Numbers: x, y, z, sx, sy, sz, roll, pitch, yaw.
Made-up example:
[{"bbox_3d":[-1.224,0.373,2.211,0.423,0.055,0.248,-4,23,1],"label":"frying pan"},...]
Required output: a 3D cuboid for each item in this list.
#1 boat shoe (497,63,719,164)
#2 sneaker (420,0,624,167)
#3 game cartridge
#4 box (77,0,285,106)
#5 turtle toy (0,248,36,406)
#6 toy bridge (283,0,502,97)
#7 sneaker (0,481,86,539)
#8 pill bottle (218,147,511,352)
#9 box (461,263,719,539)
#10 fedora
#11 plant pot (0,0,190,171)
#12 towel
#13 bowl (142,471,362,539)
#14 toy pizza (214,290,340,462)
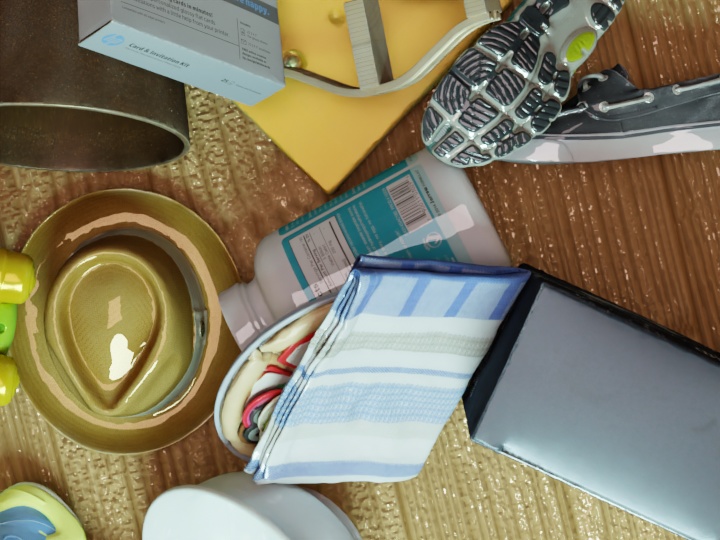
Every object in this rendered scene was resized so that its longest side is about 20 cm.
[{"bbox_3d":[0.181,-0.114,1.164,0.198,0.072,0.068,-5,96,0],"label":"boat shoe"},{"bbox_3d":[0.116,-0.143,1.136,0.077,0.080,0.200,44,72,-3],"label":"sneaker"},{"bbox_3d":[-0.017,-0.187,1.189,0.176,0.032,0.200,44,92,-1],"label":"game cartridge"},{"bbox_3d":[-0.126,-0.227,1.099,0.041,0.155,0.201,-24,63,37],"label":"box"},{"bbox_3d":[-0.318,0.052,1.180,0.145,0.101,0.202,9,96,-10],"label":"turtle toy"},{"bbox_3d":[0.006,-0.156,1.123,0.199,0.027,0.068,-10,93,29],"label":"toy bridge"},{"bbox_3d":[-0.218,0.253,1.185,0.200,0.105,0.076,44,126,6],"label":"sneaker"},{"bbox_3d":[0.000,0.000,1.160,0.199,0.111,0.111,-28,93,5],"label":"pill bottle"},{"bbox_3d":[0.182,0.091,1.115,0.196,0.200,0.118,25,95,0],"label":"box"},{"bbox_3d":[-0.178,0.041,1.183,0.199,0.082,0.202,0,95,3],"label":"fedora"},{"bbox_3d":[-0.209,-0.188,1.135,0.185,0.187,0.202,1,80,2],"label":"plant pot"},{"bbox_3d":[0.019,0.073,1.097,0.146,0.024,0.201,4,129,-33],"label":"towel"},{"bbox_3d":[-0.057,0.220,1.169,0.200,0.090,0.202,24,131,30],"label":"bowl"},{"bbox_3d":[-0.006,0.085,1.139,0.199,0.200,0.032,-28,53,4],"label":"toy pizza"}]
